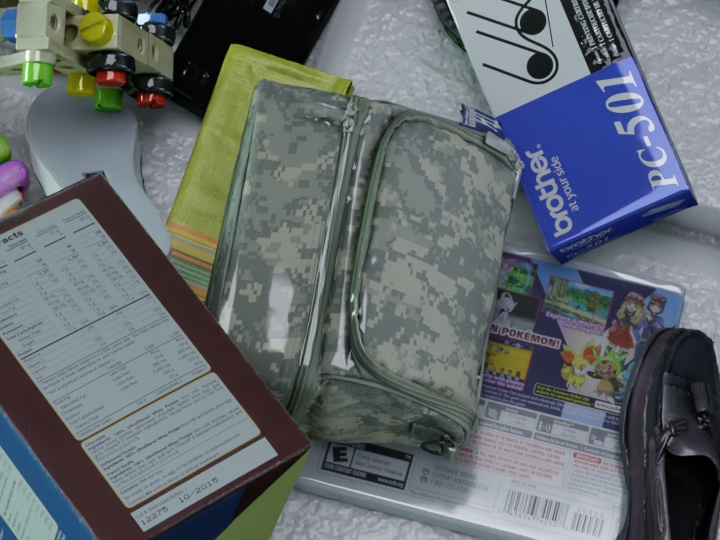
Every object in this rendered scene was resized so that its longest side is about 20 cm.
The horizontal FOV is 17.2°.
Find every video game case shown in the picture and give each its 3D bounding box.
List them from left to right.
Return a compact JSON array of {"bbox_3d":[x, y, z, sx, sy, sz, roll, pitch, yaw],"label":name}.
[{"bbox_3d":[0.079,0.070,1.426,0.199,0.023,0.183,14,68,8],"label":"video game case"}]

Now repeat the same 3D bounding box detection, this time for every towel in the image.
[{"bbox_3d":[-0.071,-0.040,1.464,0.086,0.018,0.201,19,72,-1],"label":"towel"}]

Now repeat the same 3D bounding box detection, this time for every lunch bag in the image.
[{"bbox_3d":[0.000,0.000,1.377,0.167,0.139,0.201,12,68,-5],"label":"lunch bag"}]

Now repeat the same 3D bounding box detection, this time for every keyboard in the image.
[{"bbox_3d":[-0.069,-0.183,1.537,0.104,0.040,0.201,32,68,-11],"label":"keyboard"}]

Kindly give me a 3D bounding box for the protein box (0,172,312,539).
[{"bbox_3d":[-0.157,0.098,1.306,0.135,0.199,0.200,-27,68,-31],"label":"protein box"}]

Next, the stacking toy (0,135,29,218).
[{"bbox_3d":[-0.246,-0.054,1.450,0.200,0.116,0.110,45,77,6],"label":"stacking toy"}]

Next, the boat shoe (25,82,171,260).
[{"bbox_3d":[-0.157,-0.037,1.447,0.071,0.070,0.200,-11,42,-18],"label":"boat shoe"}]

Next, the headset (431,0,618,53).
[{"bbox_3d":[0.131,-0.217,1.533,0.123,0.094,0.200,38,88,15],"label":"headset"}]

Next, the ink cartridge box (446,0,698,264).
[{"bbox_3d":[0.123,-0.115,1.443,0.094,0.044,0.201,-24,74,9],"label":"ink cartridge box"}]

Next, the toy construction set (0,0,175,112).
[{"bbox_3d":[-0.186,-0.139,1.435,0.130,0.200,0.093,-1,96,17],"label":"toy construction set"}]

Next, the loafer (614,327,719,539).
[{"bbox_3d":[0.187,0.126,1.367,0.072,0.063,0.201,22,69,-28],"label":"loafer"}]
